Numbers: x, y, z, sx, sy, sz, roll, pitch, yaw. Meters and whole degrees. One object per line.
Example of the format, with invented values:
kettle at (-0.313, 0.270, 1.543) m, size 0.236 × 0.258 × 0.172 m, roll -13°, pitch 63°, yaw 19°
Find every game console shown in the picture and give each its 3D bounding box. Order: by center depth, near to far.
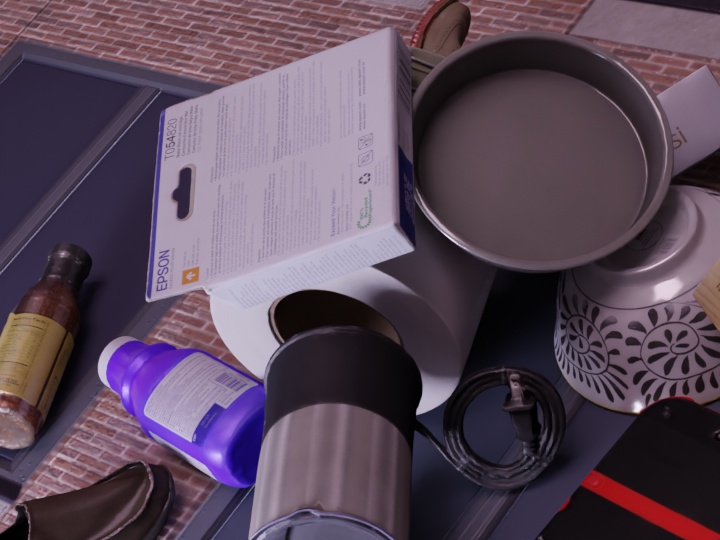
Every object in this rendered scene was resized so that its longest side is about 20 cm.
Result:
game console at (0.229, 0.179, 1.477) m, size 0.177 × 0.031 × 0.200 m, roll -49°, pitch 42°, yaw -15°

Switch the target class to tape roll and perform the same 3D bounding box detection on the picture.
tape roll at (0.000, 0.000, 1.667) m, size 0.202 × 0.203 × 0.139 m, roll -4°, pitch 47°, yaw 29°

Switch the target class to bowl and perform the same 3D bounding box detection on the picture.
bowl at (0.222, 0.001, 1.612) m, size 0.200 × 0.094 × 0.201 m, roll -18°, pitch 41°, yaw 17°

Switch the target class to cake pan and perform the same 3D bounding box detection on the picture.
cake pan at (0.129, -0.083, 1.590) m, size 0.200 × 0.037 × 0.201 m, roll 0°, pitch 64°, yaw 0°

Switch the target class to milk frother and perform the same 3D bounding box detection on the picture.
milk frother at (0.034, 0.148, 1.511) m, size 0.200 × 0.181 × 0.188 m, roll -22°, pitch 36°, yaw 21°

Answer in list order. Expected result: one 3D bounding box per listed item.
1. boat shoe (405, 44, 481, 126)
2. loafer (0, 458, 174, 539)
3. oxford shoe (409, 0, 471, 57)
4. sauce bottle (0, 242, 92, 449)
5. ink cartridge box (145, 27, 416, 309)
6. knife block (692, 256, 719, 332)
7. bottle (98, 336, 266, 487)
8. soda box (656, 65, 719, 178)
boat shoe at (0.092, -0.134, 1.677) m, size 0.072 × 0.200 × 0.062 m, roll 4°, pitch 87°, yaw 55°
loafer at (-0.237, 0.210, 1.701) m, size 0.200 × 0.071 × 0.073 m, roll -34°, pitch 39°, yaw -4°
oxford shoe at (0.070, -0.152, 1.805) m, size 0.075 × 0.071 × 0.200 m, roll 12°, pitch 51°, yaw 11°
sauce bottle at (-0.282, 0.062, 1.893) m, size 0.066 × 0.066 × 0.200 m, roll -8°, pitch 42°, yaw 26°
ink cartridge box at (-0.056, -0.068, 1.576) m, size 0.199 × 0.041 × 0.200 m, roll -17°, pitch 48°, yaw 20°
knife block at (0.323, 0.052, 1.490) m, size 0.200 × 0.064 × 0.176 m, roll -12°, pitch 57°, yaw -39°
bottle at (-0.139, 0.106, 1.752) m, size 0.084 × 0.065 × 0.200 m, roll -47°, pitch 42°, yaw -18°
soda box at (0.203, -0.081, 1.712) m, size 0.200 × 0.064 × 0.068 m, roll -33°, pitch -4°, yaw -1°
